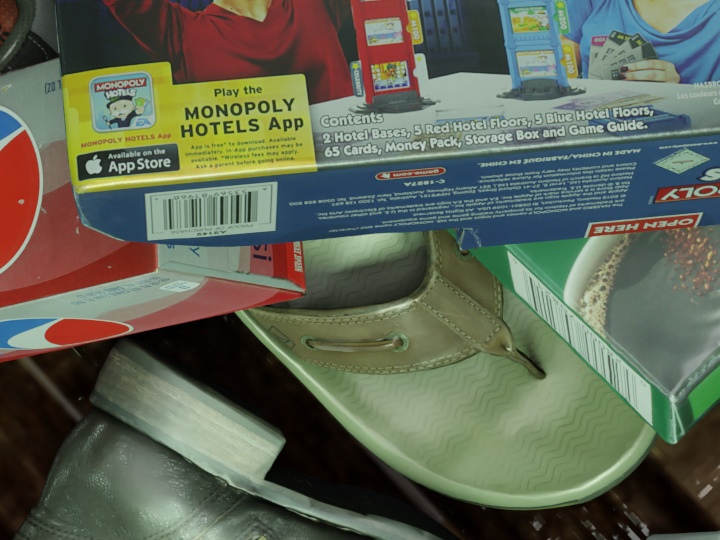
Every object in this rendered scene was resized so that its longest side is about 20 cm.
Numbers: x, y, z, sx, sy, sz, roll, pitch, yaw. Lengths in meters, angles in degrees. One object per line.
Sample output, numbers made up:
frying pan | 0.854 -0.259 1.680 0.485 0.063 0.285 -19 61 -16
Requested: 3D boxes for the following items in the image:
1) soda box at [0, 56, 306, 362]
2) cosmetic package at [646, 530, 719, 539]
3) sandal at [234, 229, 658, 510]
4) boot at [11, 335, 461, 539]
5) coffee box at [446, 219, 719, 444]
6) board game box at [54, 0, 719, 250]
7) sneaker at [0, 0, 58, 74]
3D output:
soda box | -0.112 -0.011 0.744 0.200 0.063 0.070 -12 77 37
cosmetic package | 0.157 0.160 0.716 0.200 0.071 0.101 26 78 -7
sandal | -0.001 0.000 0.753 0.201 0.057 0.080 37 89 1
boot | -0.047 0.134 0.760 0.200 0.069 0.174 33 88 -2
coffee box | 0.059 -0.062 0.719 0.123 0.044 0.200 -41 68 -7
board game box | 0.018 -0.107 0.668 0.200 0.062 0.200 -5 67 -5
sneaker | -0.161 -0.115 0.808 0.200 0.079 0.074 37 86 10
